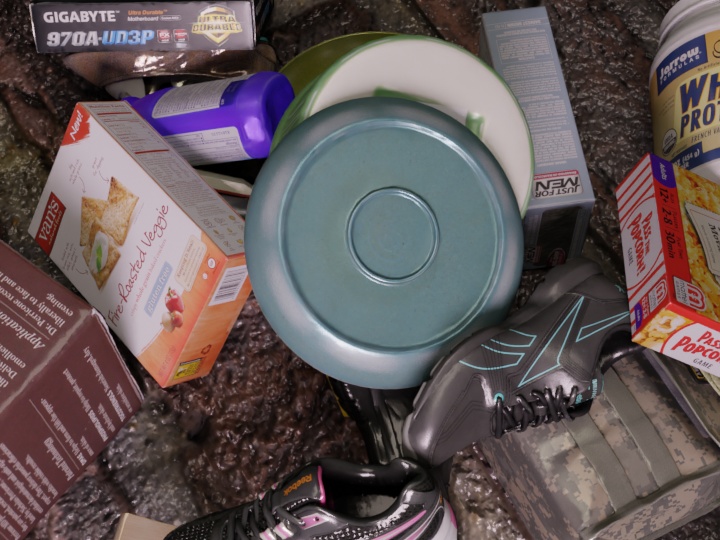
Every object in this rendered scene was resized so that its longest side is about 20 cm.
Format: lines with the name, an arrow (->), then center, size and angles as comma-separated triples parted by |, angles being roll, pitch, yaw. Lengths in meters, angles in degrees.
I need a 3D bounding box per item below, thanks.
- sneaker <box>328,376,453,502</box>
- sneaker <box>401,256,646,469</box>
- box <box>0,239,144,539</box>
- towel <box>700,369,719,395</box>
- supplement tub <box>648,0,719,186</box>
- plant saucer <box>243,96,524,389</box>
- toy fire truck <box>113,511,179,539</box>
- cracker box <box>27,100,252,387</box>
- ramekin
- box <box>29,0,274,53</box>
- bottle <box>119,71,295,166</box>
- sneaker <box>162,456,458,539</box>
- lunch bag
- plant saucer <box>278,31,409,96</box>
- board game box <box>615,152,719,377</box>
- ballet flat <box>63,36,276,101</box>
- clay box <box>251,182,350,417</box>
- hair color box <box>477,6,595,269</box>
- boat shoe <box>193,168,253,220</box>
sneaker -> 0.042, 0.121, 0.855 | 0.090, 0.076, 0.203 | -20, 88, -12
sneaker -> 0.112, 0.069, 0.773 | 0.199, 0.076, 0.079 | -38, 61, -19
box -> -0.297, 0.094, 0.862 | 0.165, 0.165, 0.200 | 33, 68, 19
towel -> 0.326, 0.069, 0.870 | 0.198, 0.037, 0.150 | 0, 54, -33
supplement tub -> 0.313, -0.123, 0.960 | 0.142, 0.145, 0.203 | 2, 61, 4
plant saucer -> 0.020, -0.022, 0.788 | 0.197, 0.027, 0.204 | 1, 82, -10
toy fire truck -> -0.081, 0.254, 0.802 | 0.197, 0.129, 0.177 | 6, 54, 29
cracker box -> -0.176, -0.025, 0.939 | 0.200, 0.135, 0.057 | 44, 31, 24
ramekin -> 0.033, -0.074, 0.860 | 0.197, 0.098, 0.203 | 1, 83, -10
box -> -0.183, -0.242, 1.066 | 0.197, 0.047, 0.159 | 0, 26, 3
bottle -> -0.154, -0.124, 1.007 | 0.197, 0.066, 0.084 | -5, 26, 23
sneaker -> -0.039, 0.158, 0.750 | 0.197, 0.087, 0.081 | -15, 45, -2
lunch bag -> 0.197, 0.108, 0.857 | 0.198, 0.118, 0.165 | -22, 60, -16
plant saucer -> 0.007, -0.133, 1.038 | 0.197, 0.031, 0.202 | -3, 54, 5
board game box -> 0.280, 0.017, 0.825 | 0.198, 0.046, 0.153 | 22, 44, -15
ballet flat -> -0.175, -0.175, 1.066 | 0.197, 0.068, 0.068 | -3, 88, 4
clay box -> 0.000, 0.000, 0.920 | 0.114, 0.048, 0.202 | -24, 89, -10
hair color box -> 0.144, -0.113, 0.990 | 0.060, 0.099, 0.203 | -6, 61, -1
boat shoe -> -0.069, -0.037, 0.981 | 0.197, 0.071, 0.064 | 12, 97, -6
